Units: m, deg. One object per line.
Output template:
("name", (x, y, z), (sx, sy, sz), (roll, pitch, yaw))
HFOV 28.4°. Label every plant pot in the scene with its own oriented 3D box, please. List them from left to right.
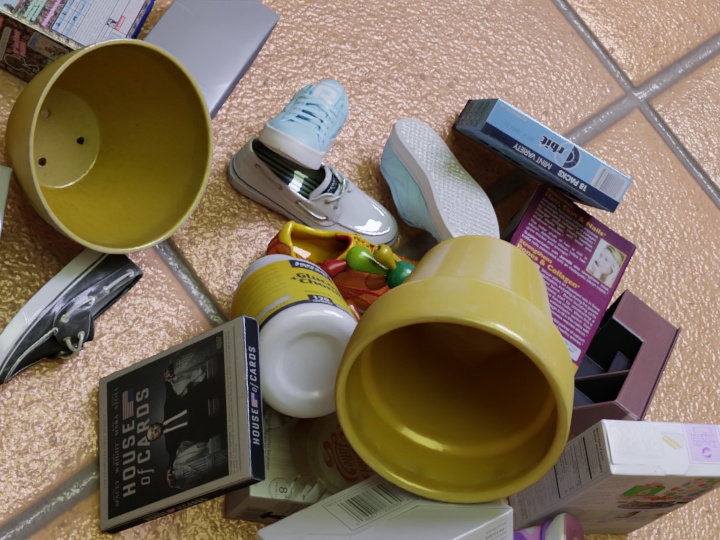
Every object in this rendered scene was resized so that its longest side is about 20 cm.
("plant pot", (-0.263, -0.124, 1.378), (0.199, 0.142, 0.201), (-8, 103, -40))
("plant pot", (0.093, 0.071, 1.260), (0.200, 0.201, 0.189), (31, 33, -7))

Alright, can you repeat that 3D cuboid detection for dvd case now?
("dvd case", (-0.165, 0.141, 1.282), (0.025, 0.200, 0.151), (22, 54, -45))

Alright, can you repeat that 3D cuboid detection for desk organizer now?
("desk organizer", (0.274, 0.107, 1.525), (0.077, 0.072, 0.200), (38, 36, 2))

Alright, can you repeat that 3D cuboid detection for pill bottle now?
("pill bottle", (-0.065, 0.053, 1.362), (0.112, 0.200, 0.113), (-4, 110, -12))

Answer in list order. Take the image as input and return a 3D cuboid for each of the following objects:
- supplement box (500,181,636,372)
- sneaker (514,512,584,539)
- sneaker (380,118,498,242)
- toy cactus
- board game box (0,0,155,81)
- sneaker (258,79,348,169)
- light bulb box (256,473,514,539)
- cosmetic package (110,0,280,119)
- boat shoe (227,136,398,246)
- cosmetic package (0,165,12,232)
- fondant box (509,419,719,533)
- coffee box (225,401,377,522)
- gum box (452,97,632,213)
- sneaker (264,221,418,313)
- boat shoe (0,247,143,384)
("supplement box", (0.194, 0.027, 1.546), (0.131, 0.103, 0.200), (35, 58, -2))
("sneaker", (0.181, 0.343, 1.408), (0.080, 0.088, 0.201), (4, 80, -67))
("sneaker", (0.083, -0.068, 1.538), (0.074, 0.082, 0.200), (-5, 52, -30))
("toy cactus", (0.065, 0.041, 1.418), (0.165, 0.102, 0.200), (-31, 67, -10))
("board game box", (-0.325, -0.287, 1.474), (0.199, 0.097, 0.160), (27, 58, -9))
("sneaker", (-0.054, -0.162, 1.480), (0.074, 0.082, 0.200), (25, 15, -2))
("light bulb box", (0.026, 0.303, 1.266), (0.198, 0.201, 0.125), (-20, 31, -31))
("cosmetic package", (-0.182, -0.218, 1.513), (0.107, 0.090, 0.200), (35, 54, -4))
("boat shoe", (-0.045, -0.079, 1.514), (0.199, 0.067, 0.074), (21, 59, -13))
("cosmetic package", (-0.378, 0.007, 1.300), (0.081, 0.113, 0.201), (13, 63, -17))
("fondant box", (0.257, 0.211, 1.426), (0.144, 0.200, 0.058), (5, 64, -22))
("coffee box", (-0.024, 0.188, 1.384), (0.199, 0.080, 0.115), (10, 62, -20))
("gum box", (0.196, -0.131, 1.576), (0.170, 0.200, 0.045), (30, 93, -7))
("sneaker", (0.000, 0.000, 1.491), (0.199, 0.077, 0.073), (11, 60, -21))
("boat shoe", (-0.282, 0.047, 1.346), (0.064, 0.071, 0.200), (40, 55, 0))
